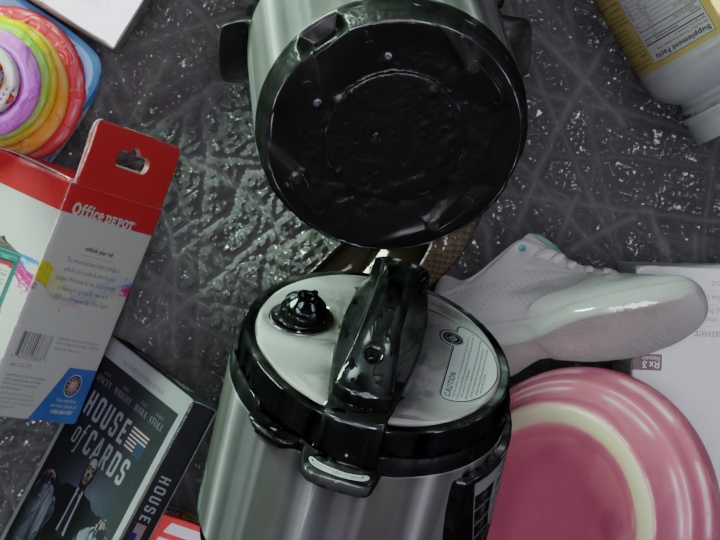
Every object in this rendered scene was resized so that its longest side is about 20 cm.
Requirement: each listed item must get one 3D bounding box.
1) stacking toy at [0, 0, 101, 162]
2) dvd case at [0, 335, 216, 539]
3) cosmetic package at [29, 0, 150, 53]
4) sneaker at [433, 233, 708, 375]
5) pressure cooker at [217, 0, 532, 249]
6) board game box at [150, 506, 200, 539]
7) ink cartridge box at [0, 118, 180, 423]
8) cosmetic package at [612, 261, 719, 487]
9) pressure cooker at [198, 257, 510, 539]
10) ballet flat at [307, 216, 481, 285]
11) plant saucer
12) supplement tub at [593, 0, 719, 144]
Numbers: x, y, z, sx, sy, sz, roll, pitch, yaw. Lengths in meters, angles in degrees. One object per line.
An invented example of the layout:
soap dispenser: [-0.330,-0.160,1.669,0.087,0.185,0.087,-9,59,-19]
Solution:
stacking toy: [-0.237,-0.121,1.367,0.110,0.200,0.116,35,89,-2]
dvd case: [-0.177,0.154,1.407,0.025,0.150,0.201,27,91,-32]
cosmetic package: [-0.176,-0.270,1.440,0.151,0.052,0.200,32,90,-4]
sneaker: [0.129,0.014,1.400,0.199,0.075,0.089,-11,59,27]
pressure cooker: [0.015,-0.129,1.383,0.179,0.200,0.176,-42,117,18]
board game box: [-0.075,0.259,1.450,0.199,0.046,0.152,18,90,-2]
ink cartridge box: [-0.203,-0.006,1.400,0.067,0.116,0.201,23,92,25]
cosmetic package: [0.227,0.095,1.445,0.112,0.081,0.201,0,91,-3]
pressure cooker: [-0.003,0.096,1.299,0.178,0.176,0.201,-9,128,-33]
ballet flat: [0.000,0.000,1.446,0.200,0.046,0.067,-39,61,2]
plant saucer: [0.132,0.161,1.368,0.200,0.051,0.201,-5,82,36]
supplement tub: [0.223,-0.199,1.406,0.145,0.145,0.200,-31,92,-1]
